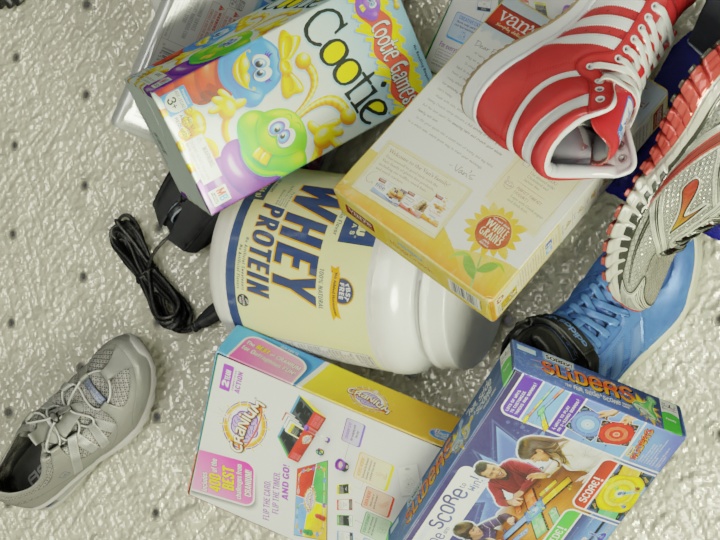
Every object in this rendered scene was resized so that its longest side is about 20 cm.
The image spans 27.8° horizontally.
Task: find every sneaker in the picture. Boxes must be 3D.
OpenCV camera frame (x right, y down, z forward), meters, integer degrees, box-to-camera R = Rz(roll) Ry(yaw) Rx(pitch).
[{"bbox_3d":[0.173,-0.135,0.948,0.200,0.071,0.113,-37,47,-1],"label":"sneaker"},{"bbox_3d":[0.169,0.041,1.050,0.077,0.111,0.200,42,105,22],"label":"sneaker"},{"bbox_3d":[0.222,-0.050,0.957,0.082,0.078,0.201,33,126,16],"label":"sneaker"},{"bbox_3d":[-0.253,0.140,1.273,0.075,0.082,0.200,43,106,22],"label":"sneaker"}]

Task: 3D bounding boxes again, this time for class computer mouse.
[{"bbox_3d":[-0.131,-0.038,1.242,0.200,0.046,0.141,-37,71,20],"label":"computer mouse"}]

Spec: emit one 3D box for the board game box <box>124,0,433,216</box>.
[{"bbox_3d":[-0.060,-0.141,1.105,0.199,0.103,0.105,-30,111,-12],"label":"board game box"}]

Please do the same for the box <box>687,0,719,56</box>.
[{"bbox_3d":[0.317,-0.209,0.919,0.104,0.148,0.200,45,148,20],"label":"box"}]

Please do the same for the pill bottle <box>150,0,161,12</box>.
[{"bbox_3d":[-0.109,-0.250,1.208,0.111,0.111,0.201,23,98,26],"label":"pill bottle"}]

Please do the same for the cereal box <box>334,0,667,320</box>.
[{"bbox_3d":[0.099,-0.083,1.019,0.144,0.040,0.200,37,76,23],"label":"cereal box"}]

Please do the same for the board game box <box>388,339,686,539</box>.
[{"bbox_3d":[0.121,0.153,1.034,0.135,0.035,0.200,22,123,-12],"label":"board game box"}]

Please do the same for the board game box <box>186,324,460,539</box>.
[{"bbox_3d":[-0.027,0.146,1.118,0.199,0.040,0.154,22,125,9],"label":"board game box"}]

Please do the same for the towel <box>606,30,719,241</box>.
[{"bbox_3d":[0.288,-0.077,1.026,0.199,0.050,0.148,27,78,26],"label":"towel"}]

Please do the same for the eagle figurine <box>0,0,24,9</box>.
[{"bbox_3d":[-0.313,-0.334,1.325,0.152,0.151,0.200,-47,25,-25],"label":"eagle figurine"}]

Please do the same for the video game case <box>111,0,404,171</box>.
[{"bbox_3d":[-0.079,-0.175,1.167,0.201,0.181,0.024,-65,24,9],"label":"video game case"}]

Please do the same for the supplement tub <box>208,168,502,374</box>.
[{"bbox_3d":[0.000,0.000,1.119,0.199,0.145,0.146,9,91,27],"label":"supplement tub"}]

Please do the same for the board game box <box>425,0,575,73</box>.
[{"bbox_3d":[0.155,-0.214,1.103,0.153,0.040,0.201,30,100,25],"label":"board game box"}]
